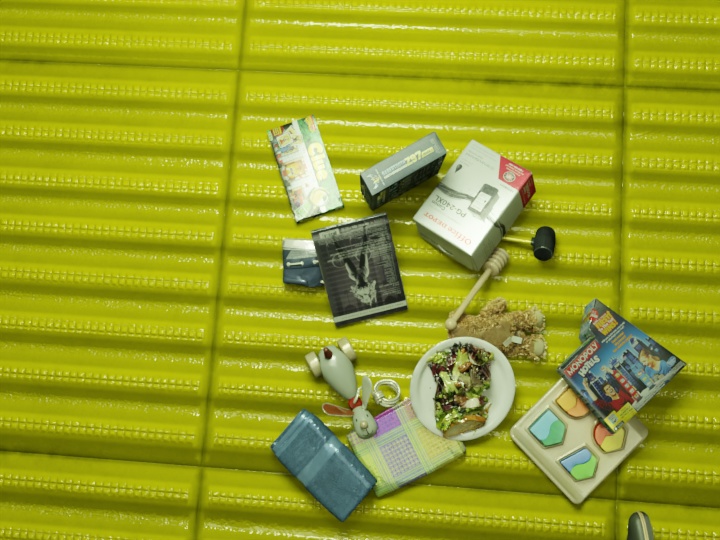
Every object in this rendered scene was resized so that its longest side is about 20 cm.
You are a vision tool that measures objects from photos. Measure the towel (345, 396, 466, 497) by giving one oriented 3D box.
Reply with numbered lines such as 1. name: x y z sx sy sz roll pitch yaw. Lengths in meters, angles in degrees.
1. towel: 0.089 0.326 1.482 0.199 0.023 0.145 -28 82 0

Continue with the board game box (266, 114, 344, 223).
1. board game box: -0.111 -0.206 1.574 0.104 0.023 0.202 -19 81 -2

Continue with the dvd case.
1. dvd case: 0.000 0.000 1.490 0.147 0.016 0.202 -14 111 1

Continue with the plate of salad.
1. plate of salad: 0.190 0.223 1.436 0.198 0.048 0.202 0 101 -2

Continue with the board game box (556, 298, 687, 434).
1. board game box: 0.461 0.165 1.447 0.199 0.062 0.200 -36 77 -16

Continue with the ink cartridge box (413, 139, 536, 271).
1. ink cartridge box: 0.217 -0.124 1.489 0.145 0.083 0.201 34 82 25

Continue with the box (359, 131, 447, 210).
1. box: 0.077 -0.183 1.468 0.157 0.200 0.051 -30 86 -1

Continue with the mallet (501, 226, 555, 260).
1. mallet: 0.284 -0.071 1.523 0.198 0.041 0.066 15 48 18

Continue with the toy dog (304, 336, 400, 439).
1. toy dog: -0.027 0.211 1.459 0.200 0.096 0.132 40 82 16

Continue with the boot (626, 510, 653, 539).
1. boot: 0.452 0.535 1.405 0.137 0.077 0.202 3 81 9

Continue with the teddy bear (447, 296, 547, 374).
1. teddy bear: 0.261 0.123 1.487 0.198 0.067 0.146 -18 92 -5

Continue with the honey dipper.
1. honey dipper: 0.218 0.036 1.473 0.038 0.038 0.200 36 63 8

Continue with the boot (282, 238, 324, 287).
1. boot: -0.056 -0.013 1.526 0.198 0.073 0.091 3 95 7

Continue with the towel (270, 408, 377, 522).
1. towel: -0.069 0.365 1.468 0.200 0.049 0.112 44 95 10

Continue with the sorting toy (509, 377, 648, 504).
1. sorting toy: 0.409 0.303 1.458 0.200 0.036 0.185 -44 81 -4
